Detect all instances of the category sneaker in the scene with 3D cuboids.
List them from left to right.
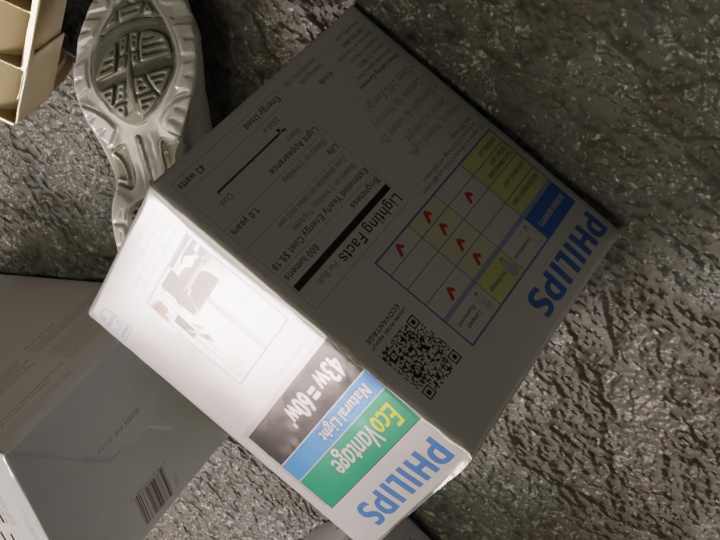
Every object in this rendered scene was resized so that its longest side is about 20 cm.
[{"bbox_3d":[-0.124,-0.089,0.801,0.077,0.099,0.203,-3,100,6],"label":"sneaker"}]

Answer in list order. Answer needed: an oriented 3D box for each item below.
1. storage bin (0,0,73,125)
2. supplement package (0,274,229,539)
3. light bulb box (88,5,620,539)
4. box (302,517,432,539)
[{"bbox_3d":[-0.248,-0.223,0.768,0.198,0.094,0.201,34,137,6],"label":"storage bin"},{"bbox_3d":[-0.245,0.119,0.971,0.198,0.191,0.148,4,126,33],"label":"supplement package"},{"bbox_3d":[0.000,0.000,0.697,0.200,0.198,0.125,40,139,2],"label":"light bulb box"},{"bbox_3d":[-0.033,0.304,0.967,0.131,0.200,0.199,43,137,-4],"label":"box"}]
